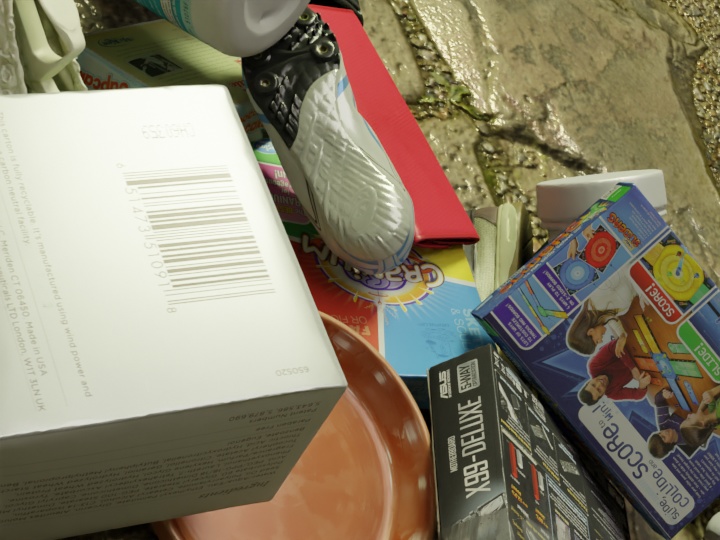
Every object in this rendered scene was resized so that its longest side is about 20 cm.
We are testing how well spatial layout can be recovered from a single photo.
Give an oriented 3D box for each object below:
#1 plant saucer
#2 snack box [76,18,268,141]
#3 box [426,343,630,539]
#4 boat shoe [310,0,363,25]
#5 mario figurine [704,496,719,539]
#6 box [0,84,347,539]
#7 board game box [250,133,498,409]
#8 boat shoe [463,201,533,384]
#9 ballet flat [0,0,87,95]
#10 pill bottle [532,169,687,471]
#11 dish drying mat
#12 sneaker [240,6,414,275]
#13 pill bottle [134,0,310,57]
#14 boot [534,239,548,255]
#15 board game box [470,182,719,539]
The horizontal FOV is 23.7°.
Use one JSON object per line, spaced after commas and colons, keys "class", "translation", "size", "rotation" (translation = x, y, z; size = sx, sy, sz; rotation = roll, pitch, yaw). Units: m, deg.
{"class": "plant saucer", "translation": [-0.043, 0.115, 1.000], "size": [0.200, 0.032, 0.200], "rotation": [17, 57, -29]}
{"class": "snack box", "translation": [-0.101, -0.133, 1.181], "size": [0.116, 0.037, 0.200], "rotation": [32, 28, 21]}
{"class": "box", "translation": [0.115, 0.166, 1.084], "size": [0.200, 0.050, 0.158], "rotation": [48, 28, -39]}
{"class": "boat shoe", "translation": [-0.067, -0.217, 1.314], "size": [0.200, 0.069, 0.057], "rotation": [0, 56, -51]}
{"class": "mario figurine", "translation": [0.282, 0.179, 1.290], "size": [0.123, 0.106, 0.200], "rotation": [9, 58, -29]}
{"class": "box", "translation": [-0.144, 0.022, 0.882], "size": [0.200, 0.131, 0.199], "rotation": [-7, 59, -29]}
{"class": "board game box", "translation": [0.000, 0.000, 1.157], "size": [0.153, 0.040, 0.200], "rotation": [3, 52, -27]}
{"class": "boat shoe", "translation": [0.084, 0.041, 1.223], "size": [0.072, 0.066, 0.201], "rotation": [59, 35, -54]}
{"class": "ballet flat", "translation": [-0.185, -0.112, 1.005], "size": [0.072, 0.072, 0.200], "rotation": [-38, 114, -56]}
{"class": "pill bottle", "translation": [0.179, 0.033, 1.212], "size": [0.120, 0.120, 0.200], "rotation": [-13, 98, -53]}
{"class": "dish drying mat", "translation": [0.013, -0.100, 1.187], "size": [0.077, 0.018, 0.200], "rotation": [-1, 58, -52]}
{"class": "sneaker", "translation": [-0.026, -0.087, 1.123], "size": [0.072, 0.072, 0.200], "rotation": [-22, 77, -10]}
{"class": "pill bottle", "translation": [-0.128, -0.226, 1.096], "size": [0.200, 0.111, 0.111], "rotation": [32, 28, 21]}
{"class": "boot", "translation": [0.202, 0.034, 1.356], "size": [0.154, 0.073, 0.204], "rotation": [49, 40, -1]}
{"class": "board game box", "translation": [0.188, 0.060, 1.136], "size": [0.200, 0.135, 0.034], "rotation": [50, -4, -10]}
